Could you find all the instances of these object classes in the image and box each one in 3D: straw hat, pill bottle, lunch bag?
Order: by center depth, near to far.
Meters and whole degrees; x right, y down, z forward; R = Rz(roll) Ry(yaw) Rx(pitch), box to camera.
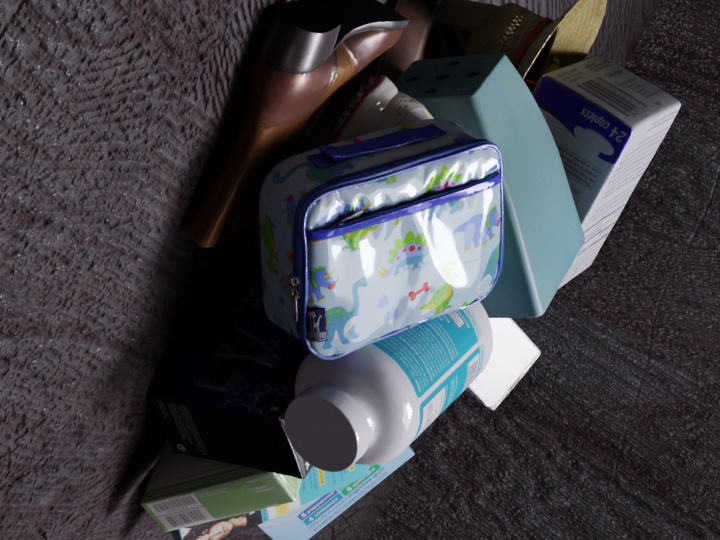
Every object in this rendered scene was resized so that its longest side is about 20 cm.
[{"bbox_3d":[0.018,-0.030,1.387,0.200,0.082,0.161,-17,123,-29],"label":"lunch bag"},{"bbox_3d":[0.020,0.087,1.455,0.200,0.111,0.111,-38,156,-49],"label":"pill bottle"},{"bbox_3d":[0.145,-0.201,1.672,0.201,0.085,0.201,-50,164,-21],"label":"straw hat"}]

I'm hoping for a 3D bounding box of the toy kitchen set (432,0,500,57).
[{"bbox_3d":[0.056,-0.147,1.790,0.200,0.163,0.181,-48,133,-25],"label":"toy kitchen set"}]

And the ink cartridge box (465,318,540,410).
[{"bbox_3d":[0.074,0.040,1.835,0.084,0.200,0.146,-49,129,-5],"label":"ink cartridge box"}]

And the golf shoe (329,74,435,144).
[{"bbox_3d":[-0.004,-0.062,1.468,0.200,0.091,0.075,-58,-173,27],"label":"golf shoe"}]

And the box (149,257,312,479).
[{"bbox_3d":[-0.068,0.078,1.550,0.200,0.141,0.079,-54,141,-39],"label":"box"}]

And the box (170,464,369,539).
[{"bbox_3d":[-0.093,0.195,1.690,0.200,0.049,0.082,-23,136,-16],"label":"box"}]

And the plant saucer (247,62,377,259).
[{"bbox_3d":[-0.045,-0.099,1.550,0.200,0.029,0.200,-59,169,-18],"label":"plant saucer"}]

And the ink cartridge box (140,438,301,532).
[{"bbox_3d":[-0.105,0.142,1.615,0.048,0.145,0.200,56,32,-30],"label":"ink cartridge box"}]

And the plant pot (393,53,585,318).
[{"bbox_3d":[0.094,-0.080,1.540,0.141,0.141,0.200,-52,134,-52],"label":"plant pot"}]

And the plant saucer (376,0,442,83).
[{"bbox_3d":[0.045,-0.159,1.651,0.200,0.034,0.201,10,90,-79],"label":"plant saucer"}]

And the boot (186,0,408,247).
[{"bbox_3d":[-0.046,-0.118,1.384,0.200,0.068,0.188,-66,169,27],"label":"boot"}]

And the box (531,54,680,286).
[{"bbox_3d":[0.199,-0.091,1.700,0.200,0.105,0.184,-63,164,22],"label":"box"}]

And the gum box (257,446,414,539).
[{"bbox_3d":[-0.059,0.180,1.771,0.170,0.045,0.200,-38,138,0],"label":"gum box"}]
